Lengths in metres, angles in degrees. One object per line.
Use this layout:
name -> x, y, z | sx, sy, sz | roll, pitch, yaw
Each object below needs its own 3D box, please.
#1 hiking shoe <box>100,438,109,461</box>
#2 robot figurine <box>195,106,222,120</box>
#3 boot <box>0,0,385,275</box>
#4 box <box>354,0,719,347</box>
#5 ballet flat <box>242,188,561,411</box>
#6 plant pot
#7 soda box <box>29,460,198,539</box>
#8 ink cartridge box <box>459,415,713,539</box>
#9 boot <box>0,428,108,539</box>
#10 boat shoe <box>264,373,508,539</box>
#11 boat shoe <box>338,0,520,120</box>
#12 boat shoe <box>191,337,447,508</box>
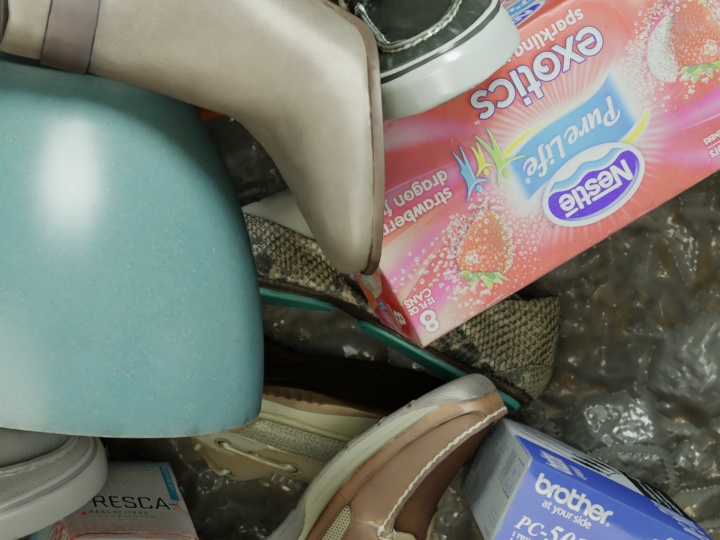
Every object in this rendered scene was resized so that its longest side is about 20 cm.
hiking shoe -> -0.211, 0.114, 1.323 | 0.199, 0.076, 0.101 | -12, 101, 7
robot figurine -> -0.084, -0.166, 1.214 | 0.143, 0.117, 0.201 | -23, 101, 10
boot -> -0.070, -0.093, 1.106 | 0.145, 0.070, 0.201 | 1, 65, -18
box -> 0.078, -0.062, 1.213 | 0.199, 0.095, 0.103 | -30, 102, -7
ballet flat -> 0.000, 0.000, 1.288 | 0.199, 0.068, 0.076 | 19, 84, -6
plant pot -> -0.131, -0.021, 1.165 | 0.199, 0.200, 0.136 | 9, 98, 2
soda box -> -0.128, 0.189, 1.314 | 0.063, 0.068, 0.201 | 3, 119, -20
ink cartridge box -> 0.099, 0.109, 1.229 | 0.094, 0.200, 0.044 | 26, 92, -3
boot -> -0.214, 0.072, 1.231 | 0.199, 0.074, 0.096 | -10, 121, -8
boat shoe -> 0.004, 0.124, 1.245 | 0.072, 0.076, 0.200 | 49, 121, 12
boat shoe -> 0.018, -0.120, 1.172 | 0.070, 0.200, 0.064 | -26, 111, 7
boat shoe -> -0.051, 0.069, 1.301 | 0.199, 0.072, 0.065 | 13, 115, -5
